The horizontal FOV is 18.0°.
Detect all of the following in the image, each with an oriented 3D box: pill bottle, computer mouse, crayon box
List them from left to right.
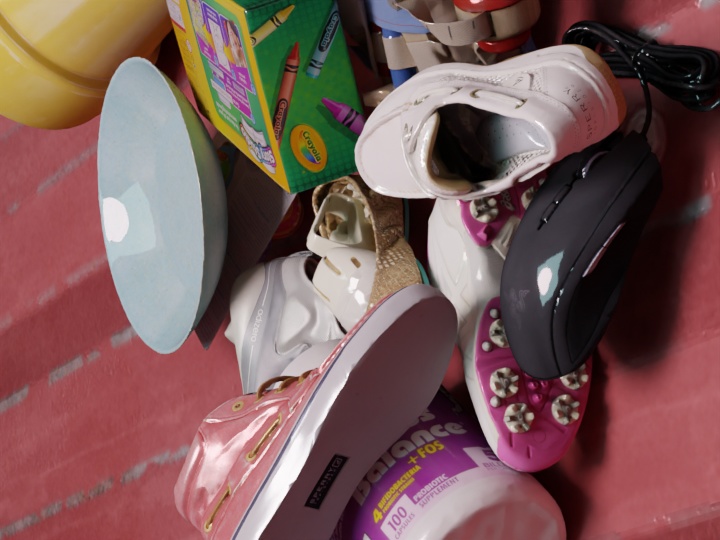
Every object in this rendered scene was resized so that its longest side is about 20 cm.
[{"bbox_3d":[-0.062,-0.135,1.406,0.200,0.058,0.119,-138,30,-62],"label":"crayon box"},{"bbox_3d":[0.025,0.123,1.344,0.200,0.112,0.112,44,123,49],"label":"pill bottle"},{"bbox_3d":[0.108,-0.049,1.246,0.140,0.046,0.200,36,101,53],"label":"computer mouse"}]

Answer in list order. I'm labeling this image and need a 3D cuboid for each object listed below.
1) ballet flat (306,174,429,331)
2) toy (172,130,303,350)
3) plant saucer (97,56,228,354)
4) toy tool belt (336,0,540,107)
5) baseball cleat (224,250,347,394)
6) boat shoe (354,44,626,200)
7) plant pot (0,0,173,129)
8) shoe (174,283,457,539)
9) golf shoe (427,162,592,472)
[{"bbox_3d":[0.000,0.000,1.374,0.200,0.065,0.071,-105,31,-63],"label":"ballet flat"},{"bbox_3d":[-0.066,-0.055,1.558,0.200,0.047,0.115,-62,37,26],"label":"toy"},{"bbox_3d":[-0.128,-0.045,1.542,0.201,0.039,0.201,172,90,-66],"label":"plant saucer"},{"bbox_3d":[0.054,-0.138,1.338,0.200,0.125,0.123,38,150,55],"label":"toy tool belt"},{"bbox_3d":[-0.033,0.087,1.477,0.106,0.070,0.200,-18,83,38],"label":"baseball cleat"},{"bbox_3d":[0.052,-0.071,1.224,0.200,0.069,0.071,-17,109,53],"label":"boat shoe"},{"bbox_3d":[-0.197,-0.231,1.654,0.189,0.201,0.201,-31,61,34],"label":"plant pot"},{"bbox_3d":[-0.030,0.079,1.285,0.091,0.071,0.200,39,100,43],"label":"shoe"},{"bbox_3d":[0.081,0.026,1.314,0.092,0.075,0.200,130,138,-59],"label":"golf shoe"}]
